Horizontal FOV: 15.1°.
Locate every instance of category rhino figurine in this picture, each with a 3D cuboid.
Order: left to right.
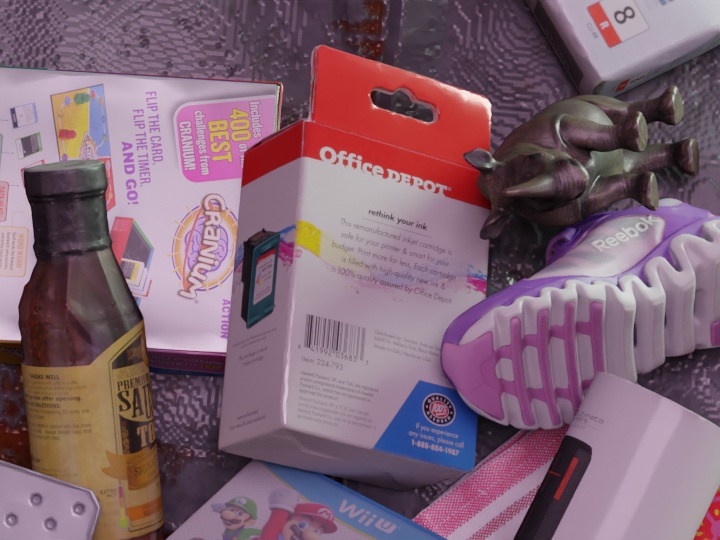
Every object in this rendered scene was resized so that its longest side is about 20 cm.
[{"bbox_3d":[0.105,-0.052,1.369,0.087,0.200,0.060,-4,100,22],"label":"rhino figurine"}]

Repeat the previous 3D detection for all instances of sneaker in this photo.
[{"bbox_3d":[0.117,0.014,1.383,0.199,0.081,0.088,-21,38,-28],"label":"sneaker"}]

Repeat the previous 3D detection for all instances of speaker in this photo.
[{"bbox_3d":[0.107,0.153,1.317,0.081,0.081,0.201,27,85,5],"label":"speaker"}]

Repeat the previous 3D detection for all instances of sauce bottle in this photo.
[{"bbox_3d":[-0.135,0.047,1.336,0.066,0.066,0.201,-6,100,-6],"label":"sauce bottle"}]

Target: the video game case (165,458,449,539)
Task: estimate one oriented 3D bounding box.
[{"bbox_3d":[-0.042,0.169,1.296,0.143,0.018,0.200,25,40,22],"label":"video game case"}]

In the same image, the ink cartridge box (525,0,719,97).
[{"bbox_3d":[0.173,-0.202,1.483,0.199,0.050,0.163,-27,77,-8],"label":"ink cartridge box"}]

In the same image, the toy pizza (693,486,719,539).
[{"bbox_3d":[0.212,0.168,1.303,0.199,0.032,0.201,-12,61,22],"label":"toy pizza"}]

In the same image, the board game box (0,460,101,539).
[{"bbox_3d":[-0.243,0.174,1.311,0.199,0.026,0.201,17,88,8],"label":"board game box"}]

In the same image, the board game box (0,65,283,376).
[{"bbox_3d":[-0.143,-0.027,1.409,0.199,0.040,0.154,4,72,-3],"label":"board game box"}]

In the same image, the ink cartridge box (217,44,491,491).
[{"bbox_3d":[0.000,0.000,1.376,0.116,0.067,0.201,15,69,-29],"label":"ink cartridge box"}]

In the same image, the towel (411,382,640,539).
[{"bbox_3d":[0.138,0.161,1.376,0.146,0.030,0.200,-38,79,-13],"label":"towel"}]
